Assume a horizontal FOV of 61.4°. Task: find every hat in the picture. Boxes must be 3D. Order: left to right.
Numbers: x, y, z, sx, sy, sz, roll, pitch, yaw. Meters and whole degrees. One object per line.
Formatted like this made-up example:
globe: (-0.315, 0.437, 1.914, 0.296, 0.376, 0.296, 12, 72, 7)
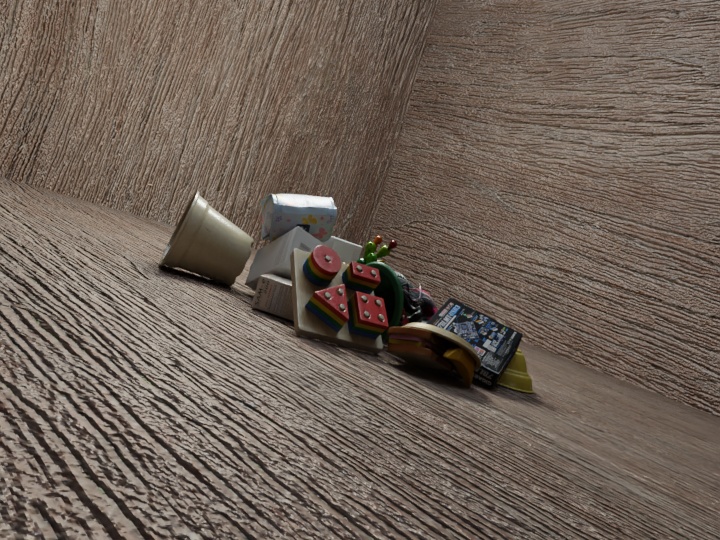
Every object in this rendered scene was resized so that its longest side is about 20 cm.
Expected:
hat: (0.079, 0.089, 1.419, 0.163, 0.207, 0.174, 11, 3, 40)

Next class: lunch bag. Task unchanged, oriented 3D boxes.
lunch bag: (-0.161, -0.131, 1.539, 0.165, 0.132, 0.199, 0, -4, -20)

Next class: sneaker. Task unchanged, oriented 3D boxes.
sneaker: (0.069, 0.085, 1.477, 0.196, 0.089, 0.074, 28, 38, 9)
sneaker: (0.119, 0.066, 1.548, 0.196, 0.082, 0.075, 23, 14, -25)

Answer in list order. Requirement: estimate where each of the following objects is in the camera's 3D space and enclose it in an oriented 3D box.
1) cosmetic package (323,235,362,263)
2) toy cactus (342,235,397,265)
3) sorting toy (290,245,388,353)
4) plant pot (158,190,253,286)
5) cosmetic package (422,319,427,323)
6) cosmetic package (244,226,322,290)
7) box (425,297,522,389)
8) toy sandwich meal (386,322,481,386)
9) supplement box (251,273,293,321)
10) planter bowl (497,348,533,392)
cosmetic package: (-0.108, -0.006, 1.879, 0.120, 0.205, 0.199, 18, 2, 26)
toy cactus: (0.000, 0.000, 1.505, 0.103, 0.200, 0.164, 50, -39, -9)
sorting toy: (-0.039, 0.047, 1.235, 0.194, 0.070, 0.204, 17, 45, -29)
plant pot: (-0.371, -0.061, 1.504, 0.181, 0.204, 0.200, 29, -2, -19)
cosmetic package: (0.173, 0.167, 1.600, 0.099, 0.076, 0.200, 18, 0, 17)
cosmetic package: (-0.188, -0.016, 1.466, 0.084, 0.110, 0.198, 31, -32, -26)
box: (0.247, 0.158, 1.369, 0.195, 0.051, 0.199, 25, 31, 21)
toy sandwich meal: (0.146, 0.171, 1.211, 0.200, 0.072, 0.206, 22, -21, 9)
supplement box: (-0.129, 0.073, 1.341, 0.195, 0.076, 0.126, 18, 2, 3)
planter bowl: (0.336, 0.219, 1.469, 0.195, 0.086, 0.200, 18, 2, -1)
